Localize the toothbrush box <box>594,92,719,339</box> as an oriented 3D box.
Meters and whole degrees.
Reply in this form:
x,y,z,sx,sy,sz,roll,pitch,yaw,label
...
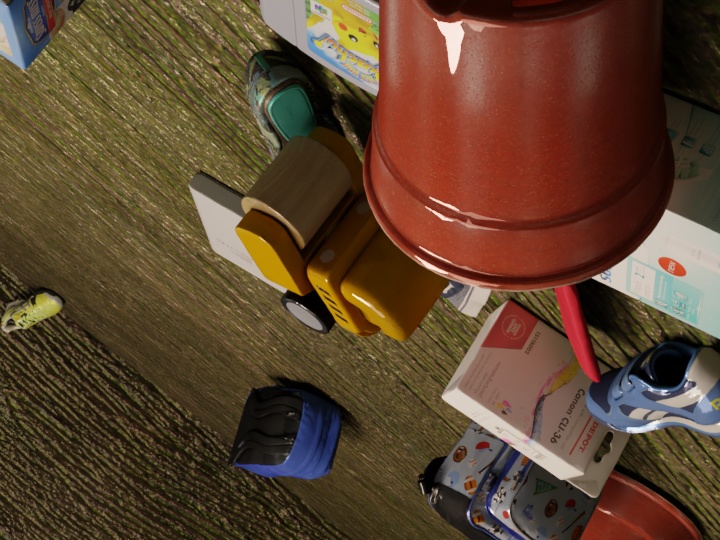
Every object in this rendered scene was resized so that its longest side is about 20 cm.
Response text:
x,y,z,sx,sy,sz,roll,pitch,yaw,label
0.250,-0.024,0.815,0.199,0.085,0.147,29,161,21,toothbrush box

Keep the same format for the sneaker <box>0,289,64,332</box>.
x,y,z,sx,sy,sz,roll,pitch,yaw,label
-0.792,0.105,2.900,0.199,0.077,0.075,-20,128,36,sneaker

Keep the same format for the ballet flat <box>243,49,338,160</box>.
x,y,z,sx,sy,sz,roll,pitch,yaw,label
-0.064,-0.138,1.126,0.074,0.074,0.200,27,159,20,ballet flat

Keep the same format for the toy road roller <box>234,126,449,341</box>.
x,y,z,sx,sy,sz,roll,pitch,yaw,label
-0.006,-0.020,1.093,0.145,0.123,0.200,23,157,35,toy road roller

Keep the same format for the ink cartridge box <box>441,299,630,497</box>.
x,y,z,sx,sy,sz,roll,pitch,yaw,label
0.201,0.137,1.258,0.199,0.117,0.068,34,162,-1,ink cartridge box

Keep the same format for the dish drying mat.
x,y,z,sx,sy,sz,roll,pitch,yaw,label
0.194,0.030,1.100,0.200,0.018,0.077,62,-170,-55,dish drying mat

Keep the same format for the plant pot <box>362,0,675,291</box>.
x,y,z,sx,sy,sz,roll,pitch,yaw,label
0.092,-0.126,0.691,0.200,0.201,0.196,26,152,22,plant pot

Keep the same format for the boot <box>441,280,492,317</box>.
x,y,z,sx,sy,sz,roll,pitch,yaw,label
0.090,-0.011,1.140,0.090,0.073,0.200,27,162,5,boot

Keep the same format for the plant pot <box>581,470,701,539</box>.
x,y,z,sx,sy,sz,roll,pitch,yaw,label
0.305,0.382,1.548,0.200,0.196,0.201,30,161,11,plant pot

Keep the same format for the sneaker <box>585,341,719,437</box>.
x,y,z,sx,sy,sz,roll,pitch,yaw,label
0.277,0.104,1.120,0.082,0.074,0.200,45,154,-18,sneaker

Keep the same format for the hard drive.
x,y,z,sx,sy,sz,roll,pitch,yaw,label
-0.150,-0.044,1.552,0.131,0.026,0.200,30,161,13,hard drive

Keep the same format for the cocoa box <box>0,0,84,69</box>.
x,y,z,sx,sy,sz,roll,pitch,yaw,label
-0.347,-0.303,1.065,0.199,0.132,0.133,34,162,1,cocoa box

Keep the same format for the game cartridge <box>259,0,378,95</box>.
x,y,z,sx,sy,sz,roll,pitch,yaw,label
0.006,-0.185,0.911,0.199,0.041,0.133,31,165,11,game cartridge

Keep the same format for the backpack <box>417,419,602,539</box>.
x,y,z,sx,sy,sz,roll,pitch,yaw,label
0.192,0.234,1.405,0.153,0.191,0.200,7,153,44,backpack

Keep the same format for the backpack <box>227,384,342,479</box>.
x,y,z,sx,sy,sz,roll,pitch,yaw,label
-0.115,0.293,2.153,0.167,0.164,0.200,20,162,-30,backpack
